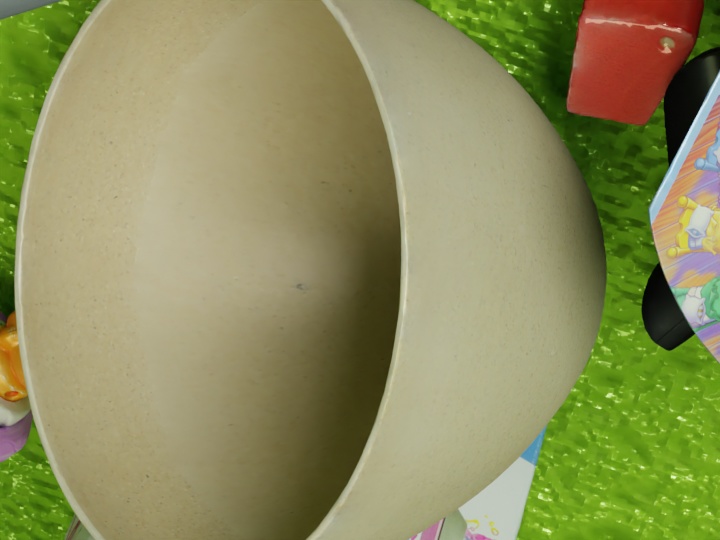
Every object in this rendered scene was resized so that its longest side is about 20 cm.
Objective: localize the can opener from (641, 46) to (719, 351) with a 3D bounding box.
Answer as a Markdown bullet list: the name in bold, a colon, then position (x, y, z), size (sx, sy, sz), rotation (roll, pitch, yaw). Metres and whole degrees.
- **can opener**: position (0.123, -0.008, 0.865), size (0.063, 0.079, 0.200), rotation (-2, 164, 2)

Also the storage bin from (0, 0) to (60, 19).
- **storage bin**: position (-0.099, -0.156, 0.722), size (0.134, 0.146, 0.200), rotation (-14, 114, -5)

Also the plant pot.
- **plant pot**: position (0.000, 0.000, 0.885), size (0.134, 0.201, 0.200), rotation (1, 155, -39)

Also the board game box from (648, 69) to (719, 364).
- **board game box**: position (0.175, -0.042, 0.754), size (0.158, 0.200, 0.039), rotation (24, -173, -30)

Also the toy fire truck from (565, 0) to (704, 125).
- **toy fire truck**: position (0.043, -0.139, 0.793), size (0.141, 0.049, 0.200), rotation (15, 139, 5)

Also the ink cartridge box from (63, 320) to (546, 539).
- **ink cartridge box**: position (-0.026, 0.100, 0.973), size (0.144, 0.200, 0.085), rotation (26, 140, -8)

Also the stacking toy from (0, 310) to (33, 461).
- **stacking toy**: position (-0.167, 0.049, 1.063), size (0.200, 0.110, 0.116), rotation (-23, 141, 26)
